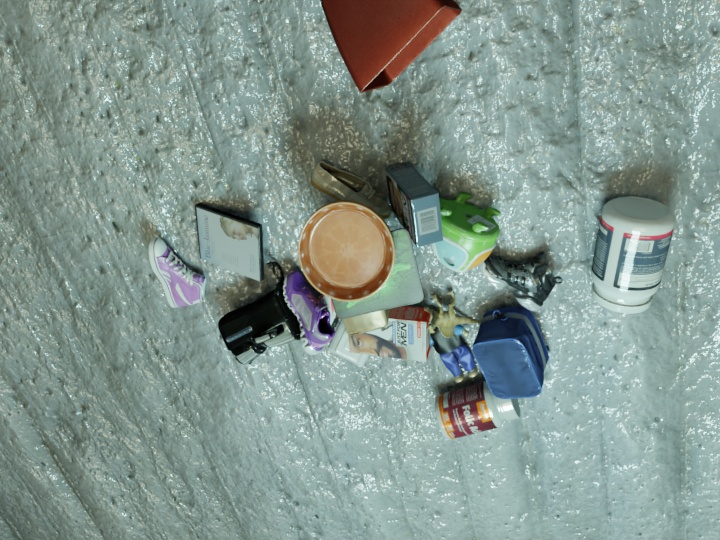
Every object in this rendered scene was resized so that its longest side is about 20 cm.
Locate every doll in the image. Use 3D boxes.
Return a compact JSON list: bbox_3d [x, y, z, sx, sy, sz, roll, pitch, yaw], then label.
[{"bbox_3d":[0.212,0.183,1.458,0.133,0.049,0.203,-23,112,21],"label":"doll"}]

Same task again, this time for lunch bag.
[{"bbox_3d":[0.350,0.180,1.382,0.132,0.133,0.204,-10,119,34],"label":"lunch bag"}]

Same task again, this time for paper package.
[{"bbox_3d":[0.000,0.000,1.317,0.100,0.192,0.206,-10,117,11],"label":"paper package"}]

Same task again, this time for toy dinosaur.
[{"bbox_3d":[0.204,0.106,1.396,0.058,0.196,0.105,-26,72,45],"label":"toy dinosaur"}]

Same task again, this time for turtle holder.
[{"bbox_3d":[0.199,-0.079,1.262,0.179,0.142,0.135,16,123,1],"label":"turtle holder"}]

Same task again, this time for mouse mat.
[{"bbox_3d":[0.022,0.010,1.208,0.193,0.008,0.166,-12,111,13],"label":"mouse mat"}]

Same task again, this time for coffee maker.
[{"bbox_3d":[-0.247,0.111,1.483,0.195,0.134,0.198,-23,72,22],"label":"coffee maker"}]

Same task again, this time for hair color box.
[{"bbox_3d":[0.107,-0.139,1.210,0.059,0.201,0.102,-13,119,-6],"label":"hair color box"},{"bbox_3d":[0.069,0.146,1.425,0.193,0.064,0.114,5,119,17],"label":"hair color box"}]

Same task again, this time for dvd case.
[{"bbox_3d":[-0.312,-0.067,1.411,0.195,0.017,0.147,19,123,25],"label":"dvd case"}]

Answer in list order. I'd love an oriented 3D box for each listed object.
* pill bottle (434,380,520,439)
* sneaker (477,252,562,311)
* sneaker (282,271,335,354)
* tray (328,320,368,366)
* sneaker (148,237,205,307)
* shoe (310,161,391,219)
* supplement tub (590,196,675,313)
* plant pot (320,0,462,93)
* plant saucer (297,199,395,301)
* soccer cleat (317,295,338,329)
[{"bbox_3d":[0.295,0.347,1.493,0.195,0.115,0.116,-22,113,22],"label":"pill bottle"},{"bbox_3d":[0.354,-0.003,1.313,0.197,0.076,0.114,33,120,-15],"label":"sneaker"},{"bbox_3d":[-0.116,0.092,1.414,0.087,0.079,0.206,-25,85,39],"label":"sneaker"},{"bbox_3d":[-0.005,0.158,1.506,0.105,0.022,0.204,25,121,-1],"label":"tray"},{"bbox_3d":[-0.449,-0.001,1.488,0.110,0.074,0.205,-6,128,10],"label":"sneaker"},{"bbox_3d":[-0.018,-0.174,1.295,0.195,0.071,0.054,27,130,-1],"label":"shoe"},{"bbox_3d":[0.551,-0.033,1.213,0.135,0.142,0.206,4,120,9],"label":"supplement tub"},{"bbox_3d":[0.043,-0.466,1.061,0.198,0.200,0.178,-37,94,27],"label":"plant pot"},{"bbox_3d":[-0.027,-0.039,1.173,0.192,0.032,0.207,3,112,7],"label":"plant saucer"},{"bbox_3d":[-0.087,0.106,1.478,0.073,0.068,0.203,41,126,15],"label":"soccer cleat"}]
